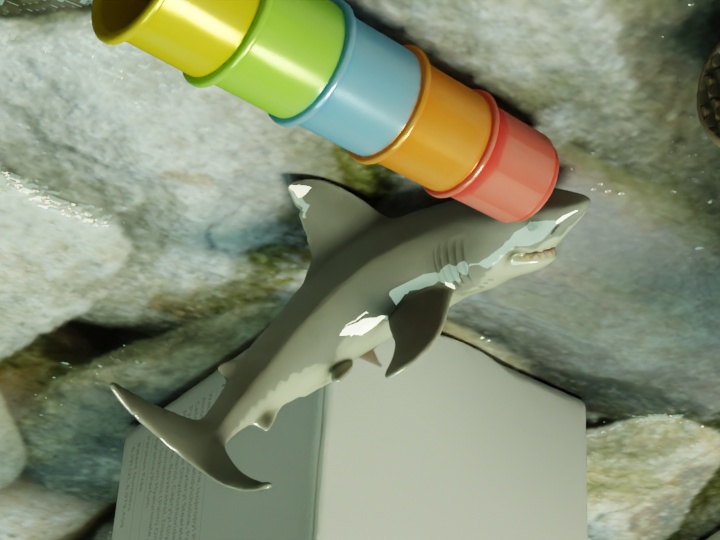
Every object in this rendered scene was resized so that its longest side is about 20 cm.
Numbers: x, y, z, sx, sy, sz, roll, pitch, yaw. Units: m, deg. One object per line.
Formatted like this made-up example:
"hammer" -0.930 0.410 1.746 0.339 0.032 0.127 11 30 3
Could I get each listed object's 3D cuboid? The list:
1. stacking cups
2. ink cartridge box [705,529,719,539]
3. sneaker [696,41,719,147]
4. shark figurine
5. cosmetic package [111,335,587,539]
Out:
"stacking cups" -0.008 -0.070 0.758 0.200 0.061 0.060 29 140 -34
"ink cartridge box" 0.293 0.162 1.084 0.159 0.047 0.200 17 147 -17
"sneaker" 0.215 -0.094 0.700 0.075 0.071 0.200 9 156 -42
"shark figurine" -0.019 0.010 0.844 0.090 0.214 0.128 60 161 -10
"cosmetic package" -0.011 0.144 0.986 0.167 0.167 0.200 24 141 -27
